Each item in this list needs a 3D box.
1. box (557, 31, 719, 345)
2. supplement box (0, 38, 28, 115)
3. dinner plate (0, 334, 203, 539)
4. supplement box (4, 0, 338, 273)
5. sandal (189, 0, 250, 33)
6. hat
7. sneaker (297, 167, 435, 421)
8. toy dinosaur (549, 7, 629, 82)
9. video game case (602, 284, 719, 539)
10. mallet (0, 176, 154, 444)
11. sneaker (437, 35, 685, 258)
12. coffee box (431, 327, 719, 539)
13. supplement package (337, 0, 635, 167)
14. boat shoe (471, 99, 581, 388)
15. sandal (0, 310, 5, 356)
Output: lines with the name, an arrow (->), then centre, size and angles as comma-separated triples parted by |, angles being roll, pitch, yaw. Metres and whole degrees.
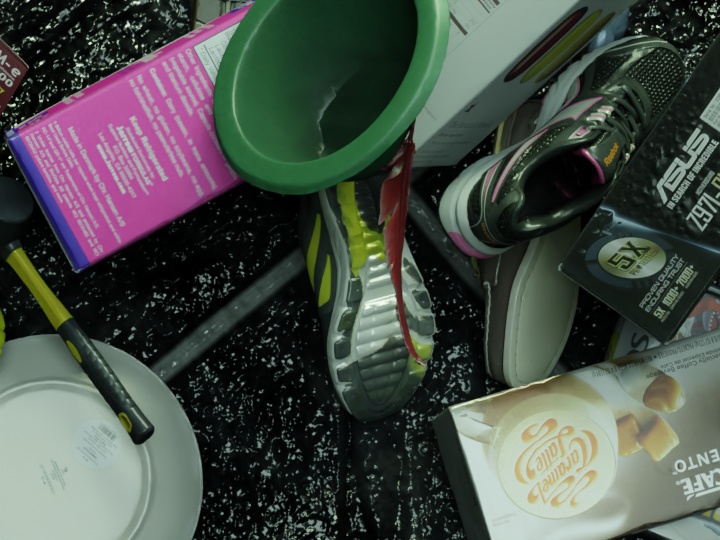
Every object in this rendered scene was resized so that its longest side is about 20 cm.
box -> 0.225, -0.065, 1.480 | 0.086, 0.164, 0.200 | 35, 103, 7
supplement box -> -0.315, -0.075, 1.507 | 0.109, 0.061, 0.200 | 18, 74, 36
dinner plate -> -0.203, 0.139, 1.518 | 0.200, 0.024, 0.201 | 2, 78, -7
supplement box -> -0.124, -0.092, 1.517 | 0.200, 0.101, 0.104 | -28, 99, -7
sandal -> -0.077, -0.204, 1.595 | 0.082, 0.055, 0.200 | 8, 92, -6
hat -> 0.016, -0.088, 1.470 | 0.200, 0.176, 0.166 | -49, 50, 6
sneaker -> 0.000, 0.000, 1.550 | 0.074, 0.085, 0.200 | -7, 100, -20
toy dinosaur -> 0.157, -0.202, 1.624 | 0.105, 0.200, 0.182 | 11, 47, 34
video game case -> 0.254, 0.110, 1.575 | 0.200, 0.026, 0.181 | 21, 76, -2
mallet -> -0.193, 0.024, 1.502 | 0.041, 0.066, 0.200 | -26, 66, -43
sneaker -> 0.148, -0.075, 1.496 | 0.200, 0.086, 0.080 | -46, 109, -18
coffee box -> 0.161, 0.120, 1.508 | 0.200, 0.080, 0.115 | -15, 81, -10
supplement package -> 0.082, -0.173, 1.508 | 0.200, 0.114, 0.110 | -42, 78, 20
boat shoe -> 0.111, -0.018, 1.569 | 0.059, 0.072, 0.200 | 7, 87, 37
sandal -> -0.305, 0.084, 1.489 | 0.079, 0.087, 0.200 | 45, 55, -14
